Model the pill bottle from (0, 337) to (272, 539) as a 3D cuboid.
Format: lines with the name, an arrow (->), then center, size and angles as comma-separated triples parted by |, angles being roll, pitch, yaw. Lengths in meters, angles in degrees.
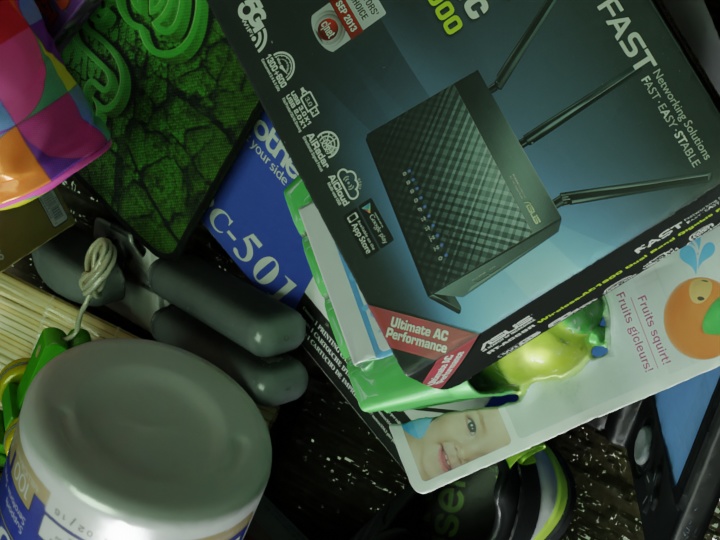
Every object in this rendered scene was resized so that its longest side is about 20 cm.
pill bottle -> -0.125, 0.142, 0.919 | 0.119, 0.120, 0.200 | 34, 127, 15

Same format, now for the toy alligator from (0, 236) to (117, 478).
toy alligator -> -0.155, 0.071, 0.967 | 0.054, 0.059, 0.200 | 22, 115, -27

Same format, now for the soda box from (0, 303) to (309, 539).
soda box -> -0.123, 0.115, 1.046 | 0.200, 0.070, 0.063 | 44, 122, 8

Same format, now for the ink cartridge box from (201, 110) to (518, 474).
ink cartridge box -> 0.000, 0.000, 0.913 | 0.200, 0.044, 0.094 | 50, 136, 20

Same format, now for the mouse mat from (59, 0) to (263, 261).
mouse mat -> -0.113, -0.111, 0.905 | 0.161, 0.008, 0.200 | 44, 135, 9

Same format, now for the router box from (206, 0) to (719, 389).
router box -> 0.044, -0.077, 0.727 | 0.150, 0.062, 0.200 | -33, 74, 15

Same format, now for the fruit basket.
fruit basket -> 0.069, -0.027, 0.780 | 0.200, 0.094, 0.186 | -28, 75, 33

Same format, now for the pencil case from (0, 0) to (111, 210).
pencil case -> -0.189, -0.124, 0.859 | 0.088, 0.088, 0.201 | -17, 106, 34

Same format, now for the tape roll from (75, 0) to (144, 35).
tape roll -> -0.139, -0.216, 0.916 | 0.200, 0.048, 0.201 | 14, 117, 29

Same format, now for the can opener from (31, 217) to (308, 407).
can opener -> -0.099, 0.021, 0.970 | 0.200, 0.066, 0.053 | 23, 124, 47

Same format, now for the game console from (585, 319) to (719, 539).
game console -> 0.112, 0.002, 0.843 | 0.116, 0.176, 0.201 | 12, 119, -6

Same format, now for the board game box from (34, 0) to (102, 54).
board game box -> -0.171, -0.164, 0.898 | 0.120, 0.032, 0.200 | 49, 136, -1

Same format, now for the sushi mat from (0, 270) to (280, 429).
sushi mat -> -0.144, 0.072, 0.998 | 0.199, 0.012, 0.096 | 25, 109, 15

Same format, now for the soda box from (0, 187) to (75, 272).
soda box -> -0.224, -0.090, 0.922 | 0.068, 0.064, 0.201 | -15, 106, 44

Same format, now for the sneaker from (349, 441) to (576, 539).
sneaker -> 0.010, 0.138, 0.862 | 0.200, 0.083, 0.072 | -47, 63, 13
